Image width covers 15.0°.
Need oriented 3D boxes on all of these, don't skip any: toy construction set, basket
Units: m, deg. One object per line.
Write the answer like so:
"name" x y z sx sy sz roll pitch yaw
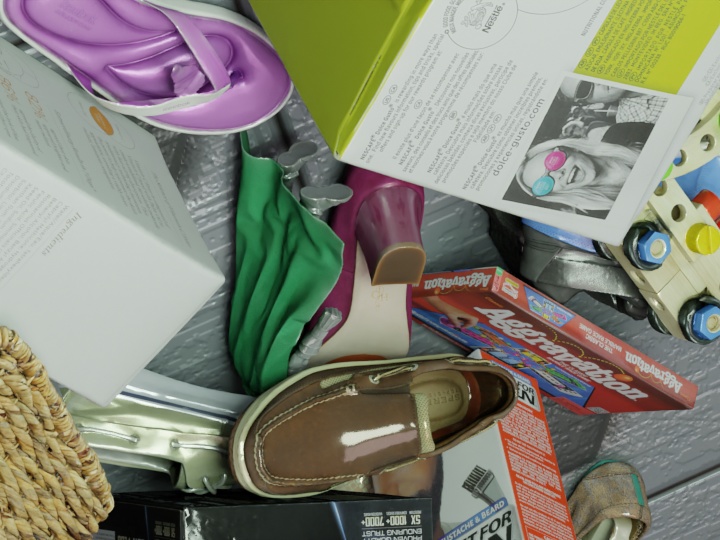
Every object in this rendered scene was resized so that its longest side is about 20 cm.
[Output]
"toy construction set" 0.208 -0.034 1.591 0.131 0.092 0.200 -46 102 -14
"basket" -0.248 0.122 1.521 0.149 0.143 0.200 -62 152 -25

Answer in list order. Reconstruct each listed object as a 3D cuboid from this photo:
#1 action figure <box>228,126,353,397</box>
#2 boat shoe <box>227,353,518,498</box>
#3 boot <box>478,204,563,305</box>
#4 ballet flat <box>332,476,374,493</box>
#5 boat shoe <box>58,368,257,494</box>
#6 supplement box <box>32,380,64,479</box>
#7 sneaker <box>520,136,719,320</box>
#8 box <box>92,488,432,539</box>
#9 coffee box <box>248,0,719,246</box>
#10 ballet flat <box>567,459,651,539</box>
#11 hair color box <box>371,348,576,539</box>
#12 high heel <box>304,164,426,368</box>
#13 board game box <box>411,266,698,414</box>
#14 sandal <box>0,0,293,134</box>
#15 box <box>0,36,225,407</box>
"action figure" -0.048 0.015 1.665 0.055 0.118 0.200 -14 139 -26
"boat shoe" 0.013 0.087 1.654 0.202 0.075 0.075 -19 101 -40
"boot" 0.127 -0.075 1.696 0.131 0.068 0.200 -38 134 -5
"ballet flat" -0.001 0.212 1.851 0.067 0.062 0.200 -5 127 -20
"boat shoe" -0.102 0.107 1.692 0.200 0.062 0.072 16 161 -11
"supplement box" -0.273 0.063 1.587 0.200 0.109 0.061 19 118 -33
"sneaker" 0.183 -0.029 1.667 0.200 0.077 0.111 -6 108 -31
"box" -0.068 0.182 1.703 0.163 0.200 0.086 0 88 -24
"coffee box" 0.080 -0.169 1.499 0.198 0.200 0.200 15 119 -31
"ballet flat" 0.144 0.224 1.919 0.068 0.067 0.200 9 122 -28
"hair color box" 0.073 0.164 1.740 0.111 0.200 0.064 -38 132 27
"high heel" 0.000 0.000 1.709 0.067 0.096 0.200 3 146 -21
"board game box" 0.116 0.048 1.758 0.200 0.103 0.019 30 65 -37
"sandal" -0.122 -0.119 1.550 0.202 0.050 0.083 21 115 -35
"box" -0.196 -0.042 1.509 0.106 0.152 0.200 -46 129 14
